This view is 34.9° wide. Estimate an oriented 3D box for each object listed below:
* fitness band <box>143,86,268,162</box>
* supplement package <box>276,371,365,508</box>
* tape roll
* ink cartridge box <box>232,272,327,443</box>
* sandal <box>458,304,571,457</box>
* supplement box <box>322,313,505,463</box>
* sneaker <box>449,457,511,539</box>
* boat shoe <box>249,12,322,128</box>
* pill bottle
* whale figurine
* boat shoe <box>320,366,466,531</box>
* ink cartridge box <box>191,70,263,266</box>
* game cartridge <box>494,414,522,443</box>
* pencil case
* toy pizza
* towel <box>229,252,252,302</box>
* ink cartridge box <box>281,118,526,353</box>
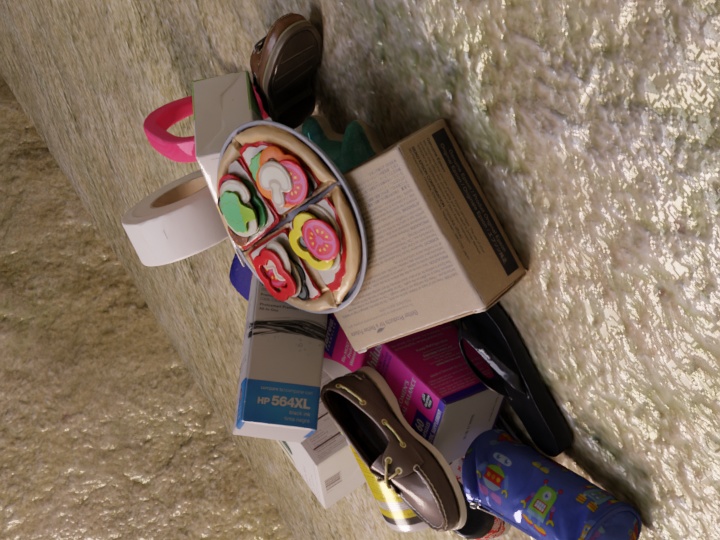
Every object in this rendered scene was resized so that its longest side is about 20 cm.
[{"bbox_3d":[-0.197,-0.192,1.450,0.200,0.143,0.038,31,147,56],"label":"fitness band"},{"bbox_3d":[-0.052,0.206,1.683,0.200,0.150,0.152,50,161,30],"label":"supplement package"},{"bbox_3d":[-0.244,-0.085,1.661,0.202,0.202,0.071,21,138,64],"label":"tape roll"},{"bbox_3d":[-0.085,0.077,1.247,0.146,0.084,0.202,125,152,-74],"label":"ink cartridge box"},{"bbox_3d":[0.142,0.101,1.146,0.201,0.043,0.076,58,163,5],"label":"sandal"},{"bbox_3d":[0.052,0.107,1.249,0.200,0.103,0.102,43,133,36],"label":"supplement box"},{"bbox_3d":[0.106,0.244,1.389,0.202,0.067,0.108,51,-167,31],"label":"sneaker"},{"bbox_3d":[-0.090,-0.220,1.225,0.068,0.072,0.200,54,162,14],"label":"boat shoe"},{"bbox_3d":[0.047,0.234,1.516,0.114,0.114,0.201,22,139,63],"label":"pill bottle"},{"bbox_3d":[-0.027,-0.088,1.211,0.160,0.103,0.200,60,161,1],"label":"whale figurine"},{"bbox_3d":[0.032,0.187,1.171,0.200,0.059,0.072,54,137,23],"label":"boat shoe"},{"bbox_3d":[-0.129,-0.108,1.281,0.201,0.067,0.118,75,-175,-53],"label":"ink cartridge box"},{"bbox_3d":[0.143,0.191,1.314,0.200,0.038,0.130,52,166,24],"label":"game cartridge"},{"bbox_3d":[0.182,0.232,1.143,0.078,0.087,0.200,40,171,-39],"label":"pencil case"},{"bbox_3d":[-0.075,-0.046,1.098,0.199,0.032,0.201,26,132,33],"label":"toy pizza"},{"bbox_3d":[-0.091,0.005,1.450,0.148,0.050,0.200,42,152,4],"label":"towel"},{"bbox_3d":[0.035,-0.027,1.080,0.199,0.075,0.166,-22,99,50],"label":"ink cartridge box"}]
